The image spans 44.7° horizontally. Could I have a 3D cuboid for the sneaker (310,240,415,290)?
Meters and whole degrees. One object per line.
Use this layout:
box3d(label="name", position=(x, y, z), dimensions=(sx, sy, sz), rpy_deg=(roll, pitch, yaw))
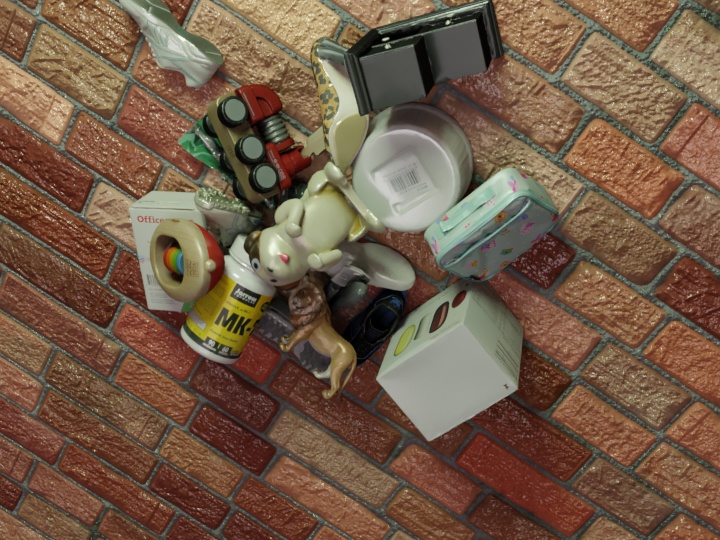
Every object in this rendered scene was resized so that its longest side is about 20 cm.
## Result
box3d(label="sneaker", position=(0.000, 0.000, 1.538), dimensions=(0.197, 0.075, 0.089), rpy_deg=(21, 131, 11))

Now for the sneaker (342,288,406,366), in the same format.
box3d(label="sneaker", position=(0.013, 0.112, 1.572), dimensions=(0.070, 0.078, 0.201), rpy_deg=(32, 118, -4))

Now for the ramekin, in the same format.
box3d(label="ramekin", position=(0.080, -0.161, 1.419), dimensions=(0.197, 0.098, 0.203), rpy_deg=(5, 115, 12))

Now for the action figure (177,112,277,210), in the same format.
box3d(label="action figure", position=(-0.211, -0.183, 1.511), dimensions=(0.118, 0.055, 0.200), rpy_deg=(-37, 105, 23))

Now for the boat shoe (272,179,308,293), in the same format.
box3d(label="boat shoe", position=(-0.123, -0.059, 1.534), dimensions=(0.067, 0.072, 0.203), rpy_deg=(17, 111, 13))

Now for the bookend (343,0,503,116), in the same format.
box3d(label="bookend", position=(0.098, -0.317, 1.285), dimensions=(0.196, 0.200, 0.093), rpy_deg=(-10, 112, 19))

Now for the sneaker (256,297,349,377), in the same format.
box3d(label="sneaker", position=(-0.093, 0.116, 1.590), dimensions=(0.199, 0.082, 0.075), rpy_deg=(39, 128, -6))

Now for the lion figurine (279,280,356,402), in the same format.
box3d(label="lion figurine", position=(-0.062, 0.121, 1.506), dimensions=(0.122, 0.073, 0.200), rpy_deg=(-42, 97, 12))

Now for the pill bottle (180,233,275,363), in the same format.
box3d(label="pill bottle", position=(-0.214, 0.047, 1.493), dimensions=(0.113, 0.114, 0.202), rpy_deg=(30, 101, -1))

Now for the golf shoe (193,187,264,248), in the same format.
box3d(label="golf shoe", position=(-0.230, -0.077, 1.475), dimensions=(0.078, 0.200, 0.098), rpy_deg=(31, 93, 20))

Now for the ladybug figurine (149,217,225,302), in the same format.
box3d(label="ladybug figurine", position=(-0.281, -0.019, 1.439), dimensions=(0.199, 0.071, 0.138), rpy_deg=(17, 109, 51))

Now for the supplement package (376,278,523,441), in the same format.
box3d(label="supplement package", position=(0.156, 0.140, 1.480), dimensions=(0.190, 0.200, 0.147), rpy_deg=(-36, 102, 25))

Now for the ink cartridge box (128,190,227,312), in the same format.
box3d(label="ink cartridge box", position=(-0.319, -0.034, 1.570), dimensions=(0.143, 0.088, 0.203), rpy_deg=(3, 117, 18))

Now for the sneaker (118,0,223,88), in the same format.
box3d(label="sneaker", position=(-0.324, -0.379, 1.438), dimensions=(0.200, 0.071, 0.080), rpy_deg=(41, 120, -7))

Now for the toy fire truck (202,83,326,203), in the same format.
box3d(label="toy fire truck", position=(-0.130, -0.230, 1.442), dimensions=(0.128, 0.199, 0.178), rpy_deg=(-13, 104, 59))

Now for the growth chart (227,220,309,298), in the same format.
box3d(label="growth chart", position=(-0.202, -0.010, 1.605), dimensions=(0.197, 0.018, 0.146), rpy_deg=(-15, 110, 20))

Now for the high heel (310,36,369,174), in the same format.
box3d(label="high heel", position=(-0.044, -0.263, 1.392), dimensions=(0.070, 0.142, 0.203), rpy_deg=(-7, 115, -25))

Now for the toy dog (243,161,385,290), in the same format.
box3d(label="toy dog", position=(-0.093, -0.063, 1.390), dimensions=(0.200, 0.194, 0.140), rpy_deg=(-42, 115, -6))

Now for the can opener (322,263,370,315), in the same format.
box3d(label="can opener", position=(-0.038, 0.040, 1.512), dimensions=(0.052, 0.067, 0.200), rpy_deg=(28, 156, -10))

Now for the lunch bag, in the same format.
box3d(label="lunch bag", position=(0.206, -0.067, 1.394), dimensions=(0.199, 0.159, 0.078), rpy_deg=(-40, 57, 23))
